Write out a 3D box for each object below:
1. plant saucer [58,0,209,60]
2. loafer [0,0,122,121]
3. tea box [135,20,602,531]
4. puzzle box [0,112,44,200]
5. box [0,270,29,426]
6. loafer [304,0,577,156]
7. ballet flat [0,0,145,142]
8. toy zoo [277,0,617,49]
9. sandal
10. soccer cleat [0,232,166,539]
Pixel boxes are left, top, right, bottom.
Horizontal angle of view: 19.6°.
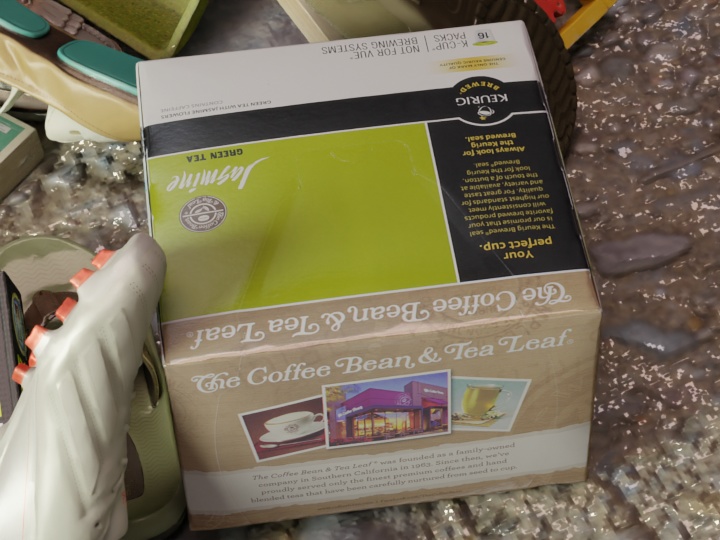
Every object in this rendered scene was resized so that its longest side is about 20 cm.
[{"bbox_3d":[-0.126,-0.248,1.257,0.199,0.048,0.201,33,101,31],"label":"plant saucer"},{"bbox_3d":[-0.228,-0.141,1.222,0.198,0.063,0.072,16,55,21],"label":"loafer"},{"bbox_3d":[0.000,0.000,1.011,0.198,0.134,0.198,-6,48,-3],"label":"tea box"},{"bbox_3d":[-0.296,-0.067,1.195,0.199,0.026,0.133,26,58,27],"label":"puzzle box"},{"bbox_3d":[-0.253,0.096,0.999,0.198,0.044,0.162,-9,73,1],"label":"box"},{"bbox_3d":[0.041,-0.127,1.105,0.067,0.200,0.077,-11,46,45],"label":"loafer"},{"bbox_3d":[-0.176,-0.109,1.165,0.199,0.063,0.069,29,22,10],"label":"ballet flat"},{"bbox_3d":[0.061,-0.161,1.167,0.200,0.020,0.132,-43,101,-25],"label":"toy zoo"},{"bbox_3d":[-0.135,0.049,1.050,0.079,0.058,0.202,-23,50,-11],"label":"sandal"},{"bbox_3d":[-0.125,0.077,0.921,0.077,0.201,0.069,30,15,0],"label":"soccer cleat"}]
